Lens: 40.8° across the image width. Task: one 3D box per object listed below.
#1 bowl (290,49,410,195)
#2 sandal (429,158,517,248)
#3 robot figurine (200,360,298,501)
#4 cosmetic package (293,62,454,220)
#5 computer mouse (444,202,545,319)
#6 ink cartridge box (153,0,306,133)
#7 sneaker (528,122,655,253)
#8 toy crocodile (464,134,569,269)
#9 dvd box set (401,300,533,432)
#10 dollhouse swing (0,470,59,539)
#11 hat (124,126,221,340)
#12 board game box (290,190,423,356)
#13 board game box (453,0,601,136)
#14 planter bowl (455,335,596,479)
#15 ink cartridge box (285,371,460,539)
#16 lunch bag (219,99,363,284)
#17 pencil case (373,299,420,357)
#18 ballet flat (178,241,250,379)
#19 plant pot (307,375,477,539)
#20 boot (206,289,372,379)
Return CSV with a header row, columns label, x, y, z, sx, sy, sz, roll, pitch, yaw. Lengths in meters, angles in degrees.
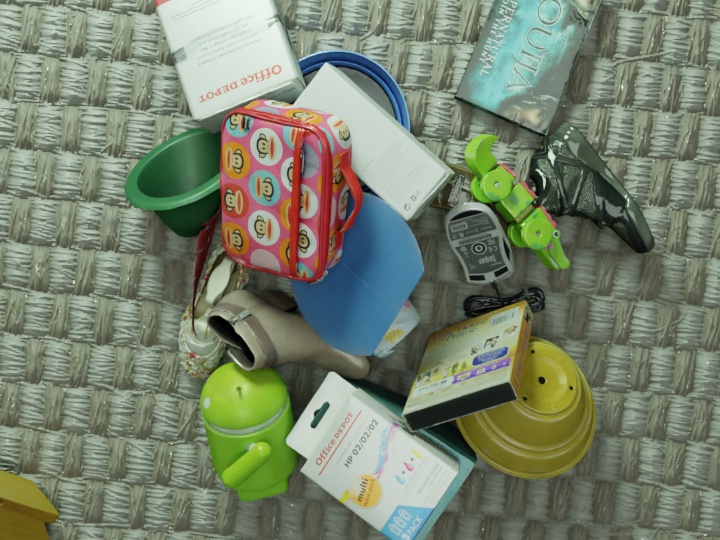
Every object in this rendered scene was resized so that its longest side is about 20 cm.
label,x,y,z,sx,sy,sz,roll,pitch,yaw
bowl,-0.032,-0.186,1.280,0.197,0.039,0.204,0,94,0
sandal,0.135,-0.097,1.279,0.197,0.054,0.081,23,90,-7
robot figurine,-0.143,0.202,1.254,0.114,0.176,0.203,-10,123,-5
cosmetic package,0.016,-0.156,1.193,0.200,0.113,0.081,43,100,3
computer mouse,0.165,-0.017,1.252,0.108,0.044,0.202,-12,127,17
ink cartridge box,-0.166,-0.296,1.227,0.142,0.084,0.203,-20,82,6
sneaker,0.293,-0.083,1.273,0.114,0.076,0.200,-41,91,5
toy crocodile,0.199,-0.082,1.225,0.062,0.067,0.201,-41,95,-5
dvd box set,0.137,0.116,1.205,0.145,0.200,0.030,-22,108,23
dollhouse swing,-0.557,0.337,1.325,0.201,0.176,0.181,-52,134,3
hat,-0.207,-0.064,1.278,0.199,0.165,0.178,-38,131,-21
board game box,0.000,0.000,1.196,0.158,0.039,0.201,42,118,21
board game box,0.222,-0.297,1.277,0.133,0.028,0.203,22,94,-1
planter bowl,0.221,0.155,1.237,0.197,0.084,0.203,5,59,-8
ink cartridge box,0.009,0.226,1.172,0.199,0.068,0.116,35,94,8
lunch bag,-0.079,-0.091,1.149,0.174,0.082,0.203,15,117,23
pencil case,-0.010,0.017,1.270,0.200,0.091,0.083,48,130,-5
ballet flat,-0.200,0.050,1.287,0.074,0.064,0.203,18,95,3
plant pot,0.031,0.232,1.268,0.199,0.141,0.142,36,94,2
boot,-0.097,0.094,1.233,0.199,0.146,0.071,34,118,19
